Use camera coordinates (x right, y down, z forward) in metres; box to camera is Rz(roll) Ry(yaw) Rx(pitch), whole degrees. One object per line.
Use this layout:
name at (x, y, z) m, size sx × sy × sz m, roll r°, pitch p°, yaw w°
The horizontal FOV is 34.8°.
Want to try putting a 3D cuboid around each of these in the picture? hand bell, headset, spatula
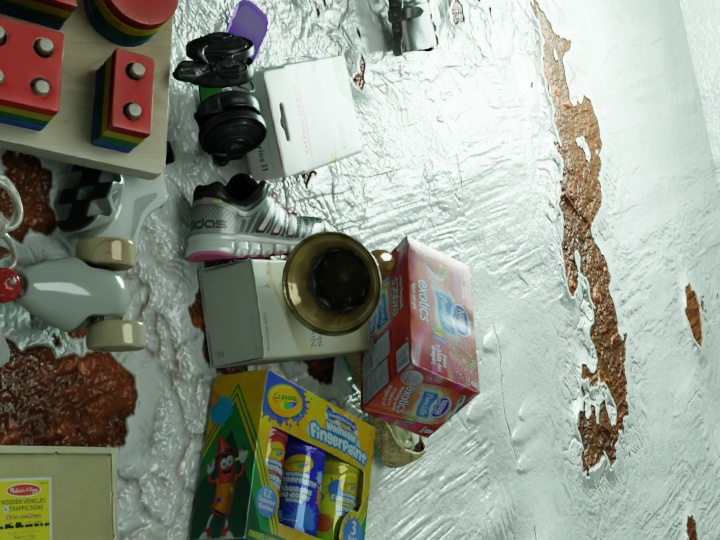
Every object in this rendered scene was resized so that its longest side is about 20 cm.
hand bell at (0.000, 0.000, 1.218) m, size 0.200 × 0.104 × 0.104 m, roll -25°, pitch 102°, yaw -71°
headset at (-0.143, -0.170, 1.099) m, size 0.094 × 0.200 × 0.124 m, roll -9°, pitch 89°, yaw -16°
spatula at (-0.133, -0.201, 1.237) m, size 0.056 × 0.020 × 0.201 m, roll 37°, pitch 51°, yaw -49°

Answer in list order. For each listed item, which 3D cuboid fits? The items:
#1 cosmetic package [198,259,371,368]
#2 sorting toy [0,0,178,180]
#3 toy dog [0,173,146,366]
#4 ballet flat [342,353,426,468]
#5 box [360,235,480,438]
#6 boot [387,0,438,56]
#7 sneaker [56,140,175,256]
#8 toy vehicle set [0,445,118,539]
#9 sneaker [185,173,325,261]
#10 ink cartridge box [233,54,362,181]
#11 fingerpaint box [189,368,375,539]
cosmetic package at (-0.074, 0.044, 1.209) m, size 0.200 × 0.073 × 0.104 m, roll 0°, pitch 80°, yaw -58°
sorting toy at (-0.243, -0.197, 0.951) m, size 0.199 × 0.070 × 0.199 m, roll 11°, pitch 70°, yaw -31°
toy dog at (-0.268, 0.017, 0.924) m, size 0.200 × 0.096 × 0.132 m, roll 29°, pitch 59°, yaw -33°
ballet flat at (0.032, 0.137, 1.354) m, size 0.070 × 0.065 × 0.201 m, roll -40°, pitch 114°, yaw -54°
box at (0.064, 0.073, 1.297) m, size 0.095 × 0.100 × 0.200 m, roll 26°, pitch 39°, yaw -23°
boot at (0.076, -0.390, 1.593) m, size 0.200 × 0.069 × 0.175 m, roll -37°, pitch 118°, yaw -51°
sneaker at (-0.209, -0.100, 1.049) m, size 0.089 × 0.074 × 0.201 m, roll 45°, pitch 53°, yaw -48°
toy vehicle set at (-0.270, 0.201, 0.898) m, size 0.200 × 0.026 × 0.125 m, roll 15°, pitch 69°, yaw -55°
sneaker at (-0.104, -0.057, 1.190) m, size 0.200 × 0.074 × 0.088 m, roll -5°, pitch 92°, yaw -53°
ink cartridge box at (-0.075, -0.165, 1.249) m, size 0.200 × 0.067 × 0.118 m, roll -30°, pitch 112°, yaw -63°
fingerpaint box at (-0.070, 0.212, 1.164) m, size 0.200 × 0.073 × 0.167 m, roll 37°, pitch 51°, yaw -47°
